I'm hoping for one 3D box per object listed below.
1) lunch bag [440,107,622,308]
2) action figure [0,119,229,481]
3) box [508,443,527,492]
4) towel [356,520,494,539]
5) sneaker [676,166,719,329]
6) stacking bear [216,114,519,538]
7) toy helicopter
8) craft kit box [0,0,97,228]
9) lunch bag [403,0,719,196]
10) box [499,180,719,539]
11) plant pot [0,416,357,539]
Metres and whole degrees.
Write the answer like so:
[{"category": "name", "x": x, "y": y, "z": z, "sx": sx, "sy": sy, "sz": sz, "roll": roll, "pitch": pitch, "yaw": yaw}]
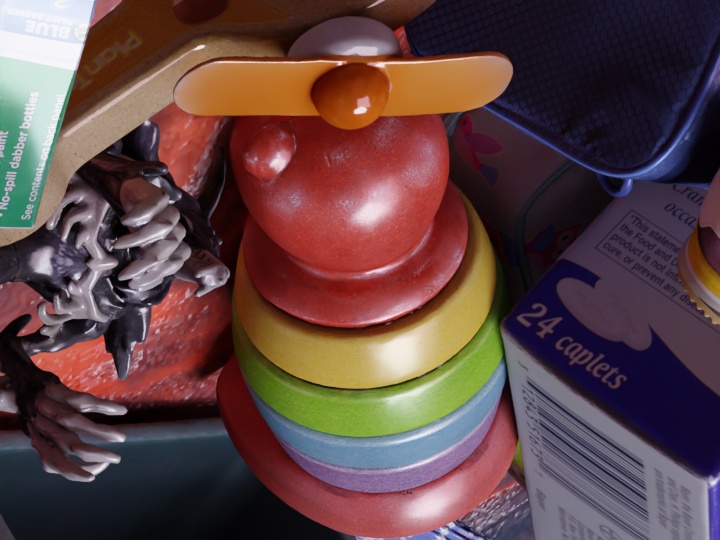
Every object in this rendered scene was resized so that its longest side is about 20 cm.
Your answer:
[{"category": "lunch bag", "x": 0.122, "y": -0.068, "z": 1.067, "sx": 0.200, "sy": 0.077, "sz": 0.161, "roll": -38, "pitch": 150, "yaw": -11}, {"category": "action figure", "x": -0.104, "y": 0.010, "z": 0.856, "sx": 0.200, "sy": 0.102, "sz": 0.119, "roll": -18, "pitch": 130, "yaw": -38}, {"category": "box", "x": 0.145, "y": 0.085, "z": 1.168, "sx": 0.101, "sy": 0.200, "sz": 0.113, "roll": -37, "pitch": 151, "yaw": -13}, {"category": "towel", "x": 0.028, "y": 0.162, "z": 1.178, "sx": 0.200, "sy": 0.024, "sz": 0.145, "roll": 32, "pitch": 129, "yaw": -33}, {"category": "sneaker", "x": 0.197, "y": -0.045, "z": 0.882, "sx": 0.200, "sy": 0.075, "sz": 0.090, "roll": -30, "pitch": 154, "yaw": -32}, {"category": "stacking bear", "x": 0.000, "y": 0.000, "z": 0.960, "sx": 0.121, "sy": 0.114, "sz": 0.200, "roll": -21, "pitch": 142, "yaw": -8}, {"category": "toy helicopter", "x": -0.046, "y": -0.070, "z": 0.790, "sx": 0.200, "sy": 0.132, "sz": 0.079, "roll": -38, "pitch": 151, "yaw": -11}, {"category": "craft kit box", "x": -0.156, "y": -0.097, "z": 0.639, "sx": 0.197, "sy": 0.049, "sz": 0.200, "roll": 2, "pitch": 132, "yaw": -22}, {"category": "lunch bag", "x": 0.118, "y": -0.118, "z": 0.911, "sx": 0.132, "sy": 0.136, "sz": 0.201, "roll": -1, "pitch": 120, "yaw": -51}, {"category": "box", "x": 0.161, "y": 0.028, "z": 1.023, "sx": 0.200, "sy": 0.105, "sz": 0.184, "roll": -46, "pitch": 153, "yaw": -18}, {"category": "plant pot", "x": -0.103, "y": 0.197, "z": 1.025, "sx": 0.200, "sy": 0.196, "sz": 0.196, "roll": -47, "pitch": 153, "yaw": 27}]
